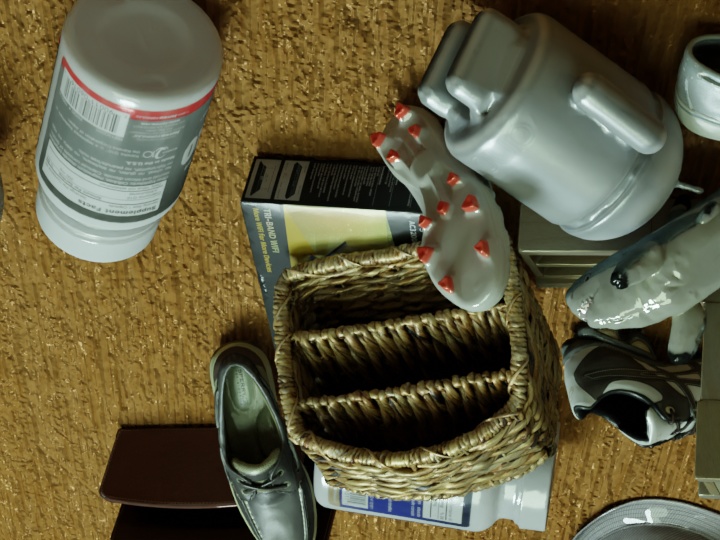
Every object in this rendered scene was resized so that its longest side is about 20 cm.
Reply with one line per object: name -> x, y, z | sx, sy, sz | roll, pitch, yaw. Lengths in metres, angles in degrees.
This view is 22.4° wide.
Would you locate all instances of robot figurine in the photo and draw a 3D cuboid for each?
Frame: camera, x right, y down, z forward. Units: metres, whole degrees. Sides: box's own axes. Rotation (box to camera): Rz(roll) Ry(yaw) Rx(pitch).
robot figurine -> 0.137, -0.095, 1.231 | 0.199, 0.113, 0.169 | 32, 167, -19

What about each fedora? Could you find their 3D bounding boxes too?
fedora -> 0.273, 0.305, 1.678 | 0.176, 0.091, 0.200 | 23, 140, -10

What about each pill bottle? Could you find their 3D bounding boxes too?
pill bottle -> -0.174, -0.103, 1.320 | 0.113, 0.114, 0.200 | 19, 141, -5
pill bottle -> 0.067, 0.160, 1.553 | 0.199, 0.116, 0.116 | 9, 141, 7

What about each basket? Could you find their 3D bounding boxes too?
basket -> 0.037, 0.078, 1.362 | 0.199, 0.143, 0.149 | -8, 138, 21

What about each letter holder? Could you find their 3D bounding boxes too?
letter holder -> -0.136, 0.230, 1.677 | 0.199, 0.143, 0.101 | -2, 138, 20

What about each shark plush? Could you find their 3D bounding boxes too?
shark plush -> 0.226, -0.034, 1.250 | 0.091, 0.083, 0.200 | 35, 95, -26

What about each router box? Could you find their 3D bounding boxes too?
router box -> 0.000, 0.000, 1.434 | 0.156, 0.052, 0.201 | 3, 139, 13

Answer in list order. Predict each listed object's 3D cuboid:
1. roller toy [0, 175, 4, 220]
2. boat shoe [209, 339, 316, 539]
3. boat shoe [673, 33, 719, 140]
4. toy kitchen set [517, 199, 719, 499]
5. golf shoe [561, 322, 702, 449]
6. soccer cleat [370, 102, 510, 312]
roller toy -> -0.373, -0.053, 1.390 | 0.182, 0.201, 0.140 | -4, 154, -37
boat shoe -> -0.089, 0.162, 1.569 | 0.071, 0.066, 0.202 | -13, 99, 7
boat shoe -> 0.305, -0.116, 1.188 | 0.199, 0.070, 0.072 | 8, 146, 13
toy kitchen set -> 0.217, 0.068, 1.348 | 0.179, 0.201, 0.163 | 0, 164, 17
golf shoe -> 0.252, 0.111, 1.457 | 0.199, 0.095, 0.078 | 16, 140, -4
soccer cleat -> 0.070, -0.043, 1.265 | 0.077, 0.201, 0.069 | 28, 116, -38
